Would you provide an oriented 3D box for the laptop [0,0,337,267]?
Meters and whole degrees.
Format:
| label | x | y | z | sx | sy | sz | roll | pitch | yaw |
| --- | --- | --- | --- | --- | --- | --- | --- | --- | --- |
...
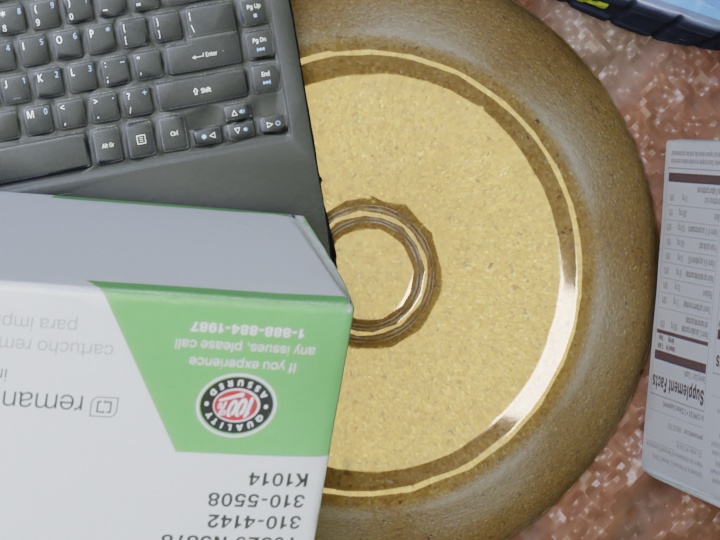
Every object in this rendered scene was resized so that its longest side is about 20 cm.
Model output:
| label | x | y | z | sx | sy | sz | roll | pitch | yaw |
| --- | --- | --- | --- | --- | --- | --- | --- | --- | --- |
| laptop | -0.100 | -0.071 | 0.844 | 0.176 | 0.103 | 0.201 | -10 | 98 | -8 |

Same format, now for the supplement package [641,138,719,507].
| label | x | y | z | sx | sy | sz | roll | pitch | yaw |
| --- | --- | --- | --- | --- | --- | --- | --- | --- | --- |
| supplement package | 0.203 | 0.023 | 0.901 | 0.199 | 0.156 | 0.112 | 4 | 92 | -9 |

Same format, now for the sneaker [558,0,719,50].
| label | x | y | z | sx | sy | sz | roll | pitch | yaw |
| --- | --- | --- | --- | --- | --- | --- | --- | --- | --- |
| sneaker | 0.081 | -0.121 | 0.926 | 0.199 | 0.074 | 0.083 | 22 | 87 | -8 |

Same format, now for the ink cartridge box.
| label | x | y | z | sx | sy | sz | roll | pitch | yaw |
| --- | --- | --- | --- | --- | --- | --- | --- | --- | --- |
| ink cartridge box | -0.092 | 0.084 | 0.868 | 0.145 | 0.084 | 0.201 | 3 | 110 | -16 |

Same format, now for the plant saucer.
| label | x | y | z | sx | sy | sz | roll | pitch | yaw |
| --- | --- | --- | --- | --- | --- | --- | --- | --- | --- |
| plant saucer | 0.000 | 0.000 | 0.938 | 0.199 | 0.035 | 0.202 | 0 | 92 | -7 |
